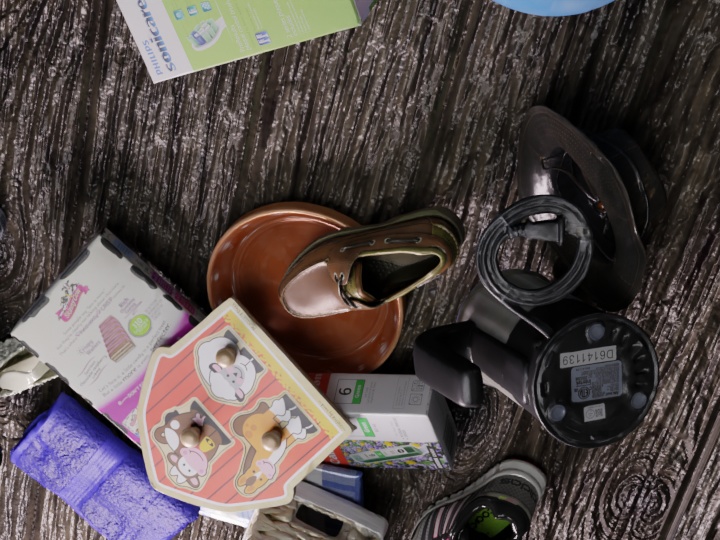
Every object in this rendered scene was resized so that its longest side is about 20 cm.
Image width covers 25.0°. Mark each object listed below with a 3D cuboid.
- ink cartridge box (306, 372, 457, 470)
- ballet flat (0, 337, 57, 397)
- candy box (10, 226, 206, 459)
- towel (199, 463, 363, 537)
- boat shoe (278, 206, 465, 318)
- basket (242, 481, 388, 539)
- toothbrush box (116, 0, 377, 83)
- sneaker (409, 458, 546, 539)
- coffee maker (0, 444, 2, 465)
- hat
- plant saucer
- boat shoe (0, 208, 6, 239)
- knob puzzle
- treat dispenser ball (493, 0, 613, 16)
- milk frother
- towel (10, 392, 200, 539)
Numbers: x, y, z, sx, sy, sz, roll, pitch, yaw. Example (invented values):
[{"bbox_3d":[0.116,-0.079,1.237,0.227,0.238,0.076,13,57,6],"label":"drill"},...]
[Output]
[{"bbox_3d":[-0.012,0.150,1.613,0.199,0.051,0.109,-1,144,18],"label":"ink cartridge box"},{"bbox_3d":[-0.316,0.090,1.690,0.199,0.072,0.072,-24,110,27],"label":"ballet flat"},{"bbox_3d":[-0.229,0.074,1.623,0.200,0.061,0.136,43,95,-10],"label":"candy box"},{"bbox_3d":[-0.090,0.230,1.701,0.199,0.024,0.147,11,140,13],"label":"towel"},{"bbox_3d":[0.000,0.000,1.493,0.200,0.068,0.072,-26,111,29],"label":"boat shoe"},{"bbox_3d":[-0.070,0.326,1.685,0.135,0.124,0.200,23,141,0],"label":"basket"},{"bbox_3d":[-0.082,-0.245,1.364,0.199,0.146,0.086,-11,116,23],"label":"toothbrush box"},{"bbox_3d":[0.107,0.272,1.647,0.074,0.088,0.200,41,124,-9],"label":"sneaker"},{"bbox_3d":[-0.494,0.170,1.724,0.192,0.135,0.200,43,141,-18],"label":"coffee maker"},{"bbox_3d":[0.213,-0.068,1.405,0.081,0.200,0.201,-29,115,-16],"label":"hat"},{"bbox_3d":[-0.051,0.022,1.583,0.199,0.032,0.201,8,123,13],"label":"plant saucer"},{"bbox_3d":[-0.464,-0.048,1.652,0.199,0.068,0.074,15,123,9],"label":"boat shoe"},{"bbox_3d":[-0.136,0.153,1.573,0.219,0.030,0.221,3,104,13],"label":"knob puzzle"},{"bbox_3d":[0.148,-0.294,1.226,0.200,0.201,0.202,8,122,13],"label":"treat dispenser ball"},{"bbox_3d":[0.151,0.028,1.414,0.180,0.188,0.201,10,98,-20],"label":"milk frother"},{"bbox_3d":[-0.279,0.230,1.752,0.200,0.050,0.148,38,140,-6],"label":"towel"}]
